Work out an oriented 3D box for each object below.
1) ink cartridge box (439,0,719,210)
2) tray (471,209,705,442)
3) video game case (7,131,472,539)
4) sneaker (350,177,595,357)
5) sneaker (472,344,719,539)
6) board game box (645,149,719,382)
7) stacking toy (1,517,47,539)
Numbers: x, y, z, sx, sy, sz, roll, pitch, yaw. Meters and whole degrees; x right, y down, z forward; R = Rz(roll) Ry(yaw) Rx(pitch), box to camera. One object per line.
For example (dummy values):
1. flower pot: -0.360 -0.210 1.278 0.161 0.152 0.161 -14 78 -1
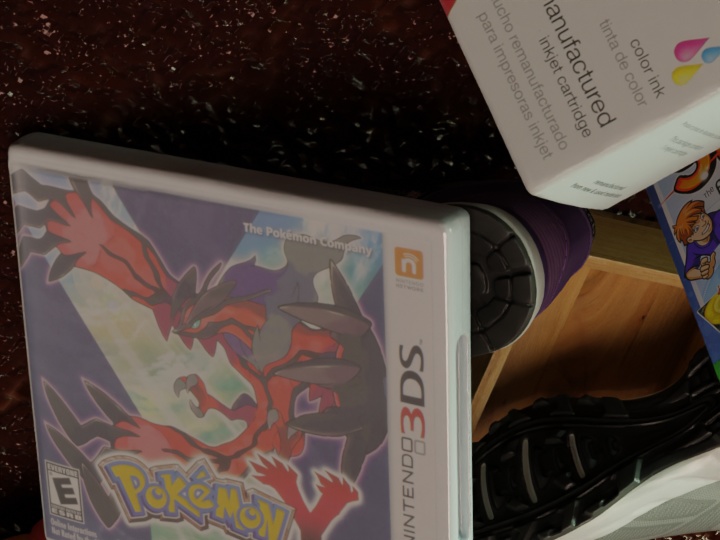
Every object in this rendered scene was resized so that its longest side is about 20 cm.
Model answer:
1. ink cartridge box: 0.123 -0.131 0.713 0.199 0.147 0.083 -29 167 21
2. tray: 0.091 0.062 0.957 0.098 0.037 0.201 11 130 -12
3. video game case: -0.048 0.047 0.856 0.199 0.023 0.184 11 116 28
4. sneaker: 0.000 0.000 0.877 0.199 0.087 0.076 -1 107 32
5. sneaker: 0.125 0.087 0.911 0.199 0.074 0.079 -21 133 15
6. board game box: 0.189 -0.059 0.783 0.034 0.136 0.200 16 133 -35
7. stacking toy: -0.087 0.131 0.976 0.200 0.146 0.146 -45 121 8
